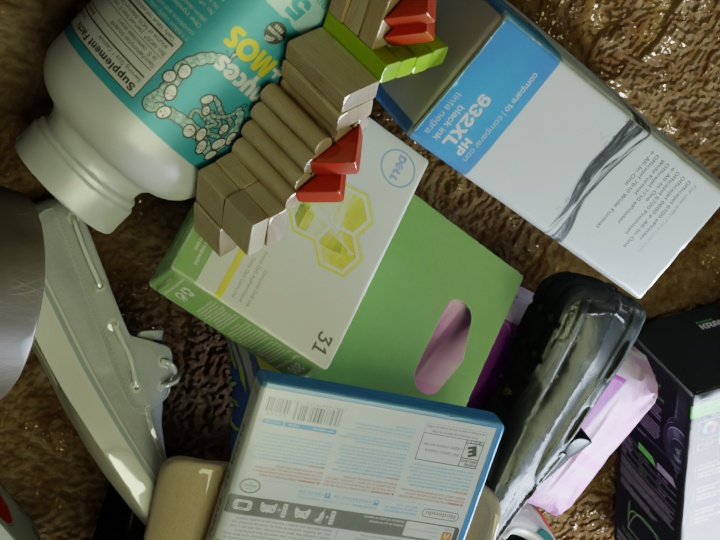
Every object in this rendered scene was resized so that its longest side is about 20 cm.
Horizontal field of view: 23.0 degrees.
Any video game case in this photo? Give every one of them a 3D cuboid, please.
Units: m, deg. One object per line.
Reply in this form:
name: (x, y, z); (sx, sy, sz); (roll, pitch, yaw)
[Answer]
video game case: (-0.017, 0.159, 0.966); (0.142, 0.018, 0.202); (11, 108, -21)

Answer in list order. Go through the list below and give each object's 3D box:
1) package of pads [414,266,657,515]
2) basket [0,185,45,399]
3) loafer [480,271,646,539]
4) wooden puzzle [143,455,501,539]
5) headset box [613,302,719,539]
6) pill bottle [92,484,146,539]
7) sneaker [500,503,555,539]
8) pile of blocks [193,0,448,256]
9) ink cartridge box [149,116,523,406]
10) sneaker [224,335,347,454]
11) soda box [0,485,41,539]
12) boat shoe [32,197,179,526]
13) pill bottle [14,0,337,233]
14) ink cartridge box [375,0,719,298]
package of pads: (0.082, 0.068, 1.126); (0.199, 0.076, 0.121); (26, 110, -33)
basket: (-0.268, -0.002, 0.866); (0.199, 0.181, 0.137); (11, 123, -34)
loafer: (0.107, 0.097, 1.064); (0.070, 0.068, 0.202); (20, 107, -22)
wooden puzzle: (-0.034, 0.194, 1.006); (0.198, 0.037, 0.187); (8, 109, -19)
headset box: (0.275, 0.113, 1.232); (0.172, 0.093, 0.202); (-13, 122, -19)
pill bottle: (-0.062, 0.190, 1.081); (0.198, 0.112, 0.113); (17, 111, -15)
sneaker: (0.055, 0.164, 1.158); (0.199, 0.093, 0.071); (21, 108, -33)
pile of blocks: (-0.006, -0.079, 0.888); (0.201, 0.062, 0.082); (-54, 153, 19)
ink cartridge box: (0.000, 0.000, 0.987); (0.199, 0.048, 0.146); (34, 64, -14)
sneaker: (-0.055, 0.069, 1.033); (0.105, 0.076, 0.201); (-38, 91, 18)
soda box: (-0.255, 0.123, 1.005); (0.063, 0.068, 0.201); (-35, 127, -2)
boat shoe: (-0.139, 0.052, 0.988); (0.068, 0.072, 0.201); (-29, 91, -15)
pill bottle: (-0.088, -0.114, 0.919); (0.200, 0.111, 0.111); (-46, 126, 6)
ink cartridge box: (0.091, -0.089, 0.995); (0.199, 0.145, 0.084); (32, 102, -35)
